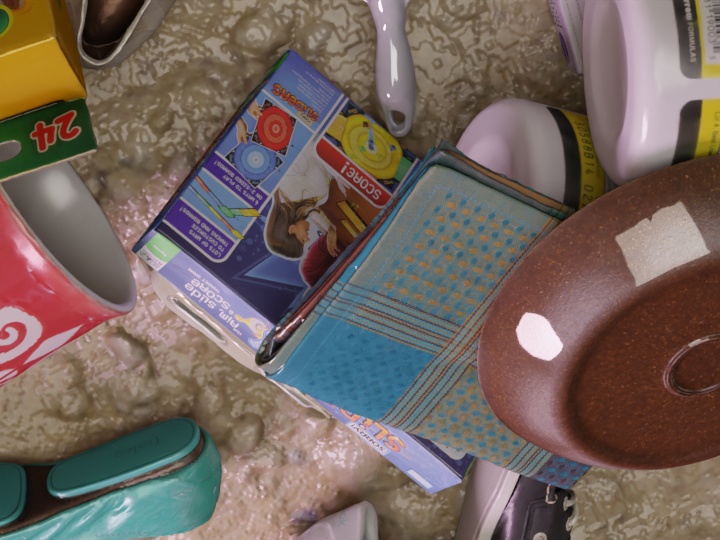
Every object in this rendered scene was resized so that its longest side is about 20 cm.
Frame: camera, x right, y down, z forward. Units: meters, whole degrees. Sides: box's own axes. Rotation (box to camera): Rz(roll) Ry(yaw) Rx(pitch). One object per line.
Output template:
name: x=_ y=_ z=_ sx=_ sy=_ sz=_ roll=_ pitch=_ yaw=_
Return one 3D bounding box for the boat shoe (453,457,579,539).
boat shoe: x=0.086 y=0.141 z=0.923 sx=0.060 sy=0.074 sz=0.201 roll=16 pitch=104 yaw=-7

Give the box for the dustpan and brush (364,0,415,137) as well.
dustpan and brush: x=0.008 y=-0.160 z=0.831 sx=0.139 sy=0.057 sz=0.201 roll=1 pitch=106 yaw=16

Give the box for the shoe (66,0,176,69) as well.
shoe: x=-0.094 y=-0.188 z=0.848 sx=0.070 sy=0.053 sz=0.201 roll=27 pitch=99 yaw=-9

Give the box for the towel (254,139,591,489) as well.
towel: x=0.068 y=0.029 z=0.791 sx=0.199 sy=0.022 sz=0.147 roll=23 pitch=122 yaw=-32

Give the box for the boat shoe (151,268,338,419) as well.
boat shoe: x=-0.022 y=0.038 z=0.903 sx=0.200 sy=0.062 sz=0.072 roll=40 pitch=52 yaw=-10

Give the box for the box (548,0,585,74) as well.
box: x=0.100 y=-0.203 z=0.865 sx=0.041 sy=0.039 sz=0.201 roll=-18 pitch=103 yaw=1

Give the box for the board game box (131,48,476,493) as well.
board game box: x=0.000 y=0.000 z=0.866 sx=0.200 sy=0.034 sz=0.136 roll=40 pitch=59 yaw=-10

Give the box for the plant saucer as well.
plant saucer: x=0.154 y=0.033 z=0.775 sx=0.199 sy=0.037 sz=0.201 roll=-9 pitch=136 yaw=-9

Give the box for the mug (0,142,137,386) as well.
mug: x=-0.239 y=0.006 z=0.863 sx=0.200 sy=0.178 sz=0.133 roll=-35 pitch=140 yaw=8

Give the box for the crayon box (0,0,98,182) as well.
crayon box: x=-0.204 y=-0.127 z=0.793 sx=0.126 sy=0.051 sz=0.201 roll=-19 pitch=60 yaw=0

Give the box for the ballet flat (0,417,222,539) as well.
ballet flat: x=-0.169 y=0.137 z=0.910 sx=0.199 sy=0.067 sz=0.071 roll=-13 pitch=117 yaw=1

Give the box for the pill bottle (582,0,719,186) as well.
pill bottle: x=0.209 y=-0.098 z=0.764 sx=0.199 sy=0.112 sz=0.113 roll=-4 pitch=103 yaw=-5

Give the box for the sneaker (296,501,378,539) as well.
sneaker: x=0.026 y=0.216 z=0.889 sx=0.088 sy=0.075 sz=0.200 roll=-42 pitch=70 yaw=24

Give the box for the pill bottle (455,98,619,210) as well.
pill bottle: x=0.147 y=-0.014 z=0.862 sx=0.199 sy=0.111 sz=0.112 roll=11 pitch=102 yaw=-23
